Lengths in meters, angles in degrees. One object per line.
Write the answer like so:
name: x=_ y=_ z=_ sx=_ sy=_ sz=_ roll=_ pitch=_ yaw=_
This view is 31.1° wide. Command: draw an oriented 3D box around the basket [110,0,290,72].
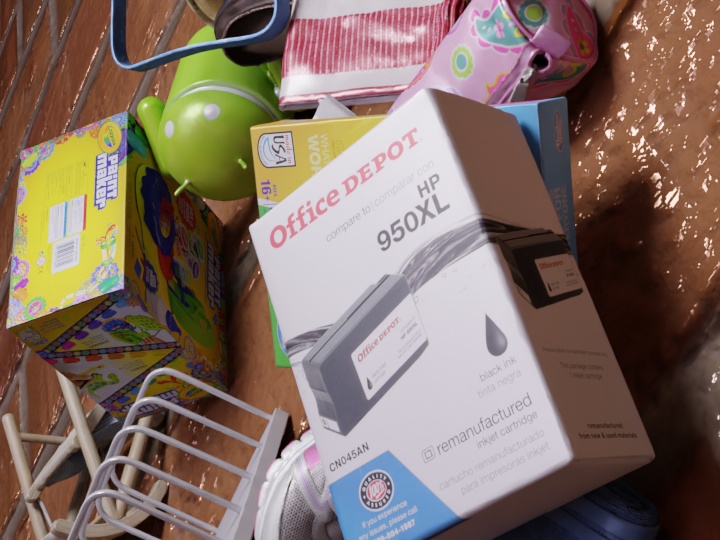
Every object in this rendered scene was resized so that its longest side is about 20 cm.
basket: x=-0.131 y=-0.267 z=1.004 sx=0.174 sy=0.138 sz=0.204 roll=-4 pitch=83 yaw=33

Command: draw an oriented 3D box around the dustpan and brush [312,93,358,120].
dustpan and brush: x=0.000 y=0.000 z=0.856 sx=0.139 sy=0.057 sz=0.202 roll=38 pitch=120 yaw=21

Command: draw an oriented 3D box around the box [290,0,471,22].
box: x=0.024 y=-0.251 z=0.978 sx=0.161 sy=0.021 sz=0.203 roll=-8 pitch=65 yaw=24

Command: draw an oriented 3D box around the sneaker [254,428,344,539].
sneaker: x=0.011 y=0.125 z=0.804 sx=0.201 sy=0.081 sz=0.088 roll=-55 pitch=34 yaw=-6

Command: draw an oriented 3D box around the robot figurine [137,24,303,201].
robot figurine: x=-0.117 y=-0.146 z=1.170 sx=0.174 sy=0.116 sz=0.202 roll=-21 pitch=38 yaw=27

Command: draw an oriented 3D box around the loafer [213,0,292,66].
loafer: x=-0.037 y=-0.201 z=1.034 sx=0.198 sy=0.073 sz=0.072 roll=-14 pitch=58 yaw=30

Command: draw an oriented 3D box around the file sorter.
file sorter: x=-0.150 y=0.190 z=1.008 sx=0.201 sy=0.123 sz=0.140 roll=-77 pitch=12 yaw=-67

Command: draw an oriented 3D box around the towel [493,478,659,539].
towel: x=0.093 y=0.200 z=0.682 sx=0.111 sy=0.048 sz=0.203 roll=30 pitch=103 yaw=59

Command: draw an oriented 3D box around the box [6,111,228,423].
box: x=-0.221 y=0.001 z=1.209 sx=0.120 sy=0.193 sz=0.202 roll=-17 pitch=53 yaw=15

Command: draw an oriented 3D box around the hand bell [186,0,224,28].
hand bell: x=-0.081 y=-0.292 z=1.183 sx=0.105 sy=0.103 sz=0.200 roll=-59 pitch=-2 yaw=29

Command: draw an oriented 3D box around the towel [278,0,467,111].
towel: x=0.014 y=-0.214 z=0.940 sx=0.142 sy=0.023 sz=0.203 roll=-2 pitch=67 yaw=27

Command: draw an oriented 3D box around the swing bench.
swing bench: x=-0.292 y=0.217 z=1.354 sx=0.199 sy=0.128 sz=0.203 roll=-41 pitch=48 yaw=48

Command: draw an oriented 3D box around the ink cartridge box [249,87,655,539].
ink cartridge box: x=0.039 y=0.032 z=0.665 sx=0.144 sy=0.084 sz=0.202 roll=-34 pitch=64 yaw=32

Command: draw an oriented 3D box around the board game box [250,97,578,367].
board game box: x=0.031 y=-0.018 z=0.767 sx=0.198 sy=0.040 sz=0.156 roll=-1 pitch=99 yaw=34

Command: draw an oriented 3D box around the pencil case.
pencil case: x=0.071 y=-0.102 z=0.837 sx=0.200 sy=0.086 sz=0.088 roll=-49 pitch=36 yaw=40
